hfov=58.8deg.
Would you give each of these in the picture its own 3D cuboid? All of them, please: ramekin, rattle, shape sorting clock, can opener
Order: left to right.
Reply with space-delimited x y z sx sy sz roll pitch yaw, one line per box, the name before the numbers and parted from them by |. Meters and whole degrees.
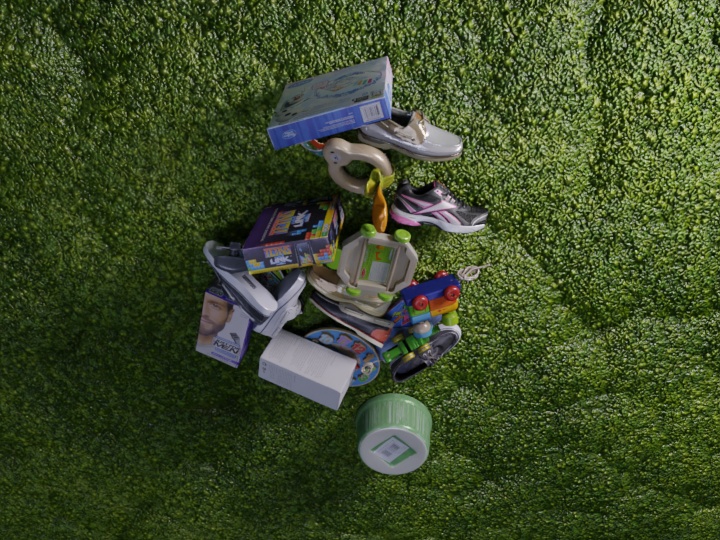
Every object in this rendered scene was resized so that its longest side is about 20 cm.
can opener | -0.198 -0.022 1.297 0.197 0.053 0.068 8 87 -22
shape sorting clock | -0.050 0.206 1.490 0.196 0.040 0.203 6 130 7
rattle | -0.038 -0.169 1.182 0.198 0.145 0.129 27 163 -29
ramekin | 0.082 0.413 1.591 0.196 0.098 0.203 2 124 3

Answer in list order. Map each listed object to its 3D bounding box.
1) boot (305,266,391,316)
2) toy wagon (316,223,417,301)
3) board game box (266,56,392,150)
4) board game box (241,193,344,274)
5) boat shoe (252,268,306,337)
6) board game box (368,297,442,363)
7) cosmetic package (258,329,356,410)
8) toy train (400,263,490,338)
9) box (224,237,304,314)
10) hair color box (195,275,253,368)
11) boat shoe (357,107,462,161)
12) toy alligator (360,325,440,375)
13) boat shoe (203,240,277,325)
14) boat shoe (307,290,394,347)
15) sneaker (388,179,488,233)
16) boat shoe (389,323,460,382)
boot | 0.000 0.000 1.340 0.197 0.073 0.156 25 122 -14
toy wagon | 0.011 -0.019 1.261 0.196 0.040 0.157 10 124 -8
board game box | -0.045 -0.286 1.079 0.196 0.200 0.044 -12 125 12
board game box | -0.122 -0.074 1.223 0.162 0.201 0.058 -7 118 8
boat shoe | -0.159 0.073 1.366 0.065 0.074 0.200 29 132 -19
board game box | 0.090 0.126 1.449 0.102 0.020 0.200 38 118 -21
cosmetic package | -0.119 0.220 1.437 0.197 0.102 0.072 22 133 9
toy train | 0.190 0.066 1.359 0.196 0.085 0.117 -16 119 -6
box | -0.210 0.020 1.392 0.108 0.035 0.202 -16 121 15
hair color box | -0.297 0.117 1.421 0.108 0.065 0.202 22 130 1
boat shoe | 0.095 -0.253 1.165 0.196 0.075 0.069 10 130 -2
toy alligator | 0.090 0.176 1.427 0.198 0.054 0.060 -30 80 5
boat shoe | -0.258 0.028 1.315 0.200 0.072 0.068 45 117 0
boat shoe | -0.021 0.095 1.408 0.198 0.071 0.063 31 90 2
sneaker | 0.157 -0.129 1.244 0.196 0.081 0.088 5 114 -6
boat shoe | 0.146 0.194 1.461 0.198 0.067 0.070 -32 117 22
